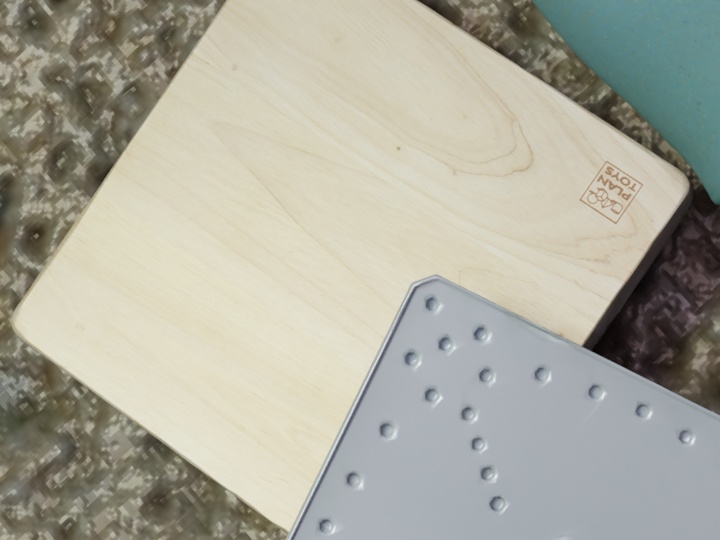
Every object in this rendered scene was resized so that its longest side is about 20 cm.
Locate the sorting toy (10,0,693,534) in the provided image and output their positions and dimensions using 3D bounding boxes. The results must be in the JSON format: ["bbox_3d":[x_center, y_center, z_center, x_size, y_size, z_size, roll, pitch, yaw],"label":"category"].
[{"bbox_3d":[0.000,0.000,1.081,0.200,0.070,0.199,34,89,17],"label":"sorting toy"}]

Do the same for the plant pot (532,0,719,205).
[{"bbox_3d":[0.148,-0.134,1.012,0.200,0.200,0.188,-28,85,7],"label":"plant pot"}]

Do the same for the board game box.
[{"bbox_3d":[0.064,0.131,1.013,0.199,0.026,0.201,26,90,-10],"label":"board game box"}]
